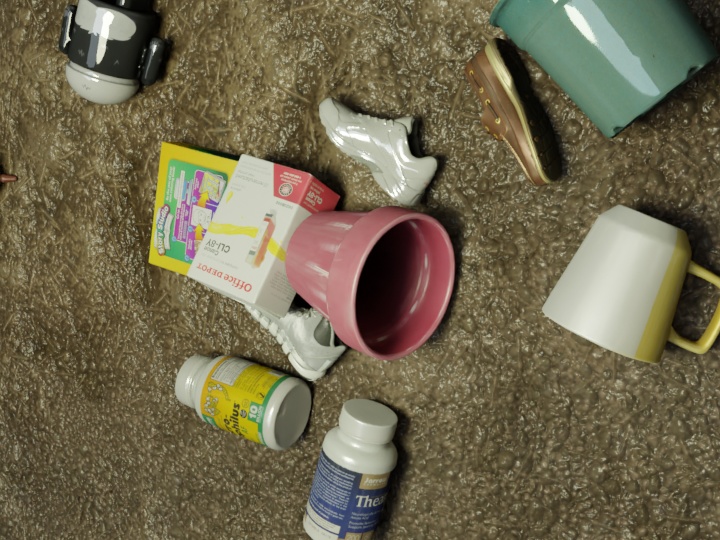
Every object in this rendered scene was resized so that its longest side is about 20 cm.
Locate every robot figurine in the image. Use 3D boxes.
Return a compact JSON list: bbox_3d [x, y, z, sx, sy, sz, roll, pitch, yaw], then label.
[{"bbox_3d":[-0.399,-0.367,1.433,0.150,0.124,0.201,39,116,46],"label":"robot figurine"}]

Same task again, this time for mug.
[{"bbox_3d":[0.328,0.012,1.065,0.149,0.186,0.154,36,108,57],"label":"mug"}]

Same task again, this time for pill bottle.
[{"bbox_3d":[-0.186,0.196,1.387,0.199,0.113,0.114,15,104,28],"label":"pill bottle"},{"bbox_3d":[-0.009,0.294,1.297,0.111,0.111,0.201,23,108,26],"label":"pill bottle"}]

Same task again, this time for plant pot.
[{"bbox_3d":[0.283,-0.271,1.009,0.200,0.200,0.197,-40,84,28],"label":"plant pot"},{"bbox_3d":[0.000,0.000,1.216,0.178,0.199,0.201,21,108,42],"label":"plant pot"}]

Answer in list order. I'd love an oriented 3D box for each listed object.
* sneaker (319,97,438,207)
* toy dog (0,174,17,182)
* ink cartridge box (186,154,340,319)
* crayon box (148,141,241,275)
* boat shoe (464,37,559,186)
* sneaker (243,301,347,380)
[{"bbox_3d":[0.031,-0.185,1.237,0.200,0.078,0.100,42,109,9],"label":"sneaker"},{"bbox_3d":[-0.705,-0.123,1.666,0.096,0.132,0.201,16,115,-12],"label":"toy dog"},{"bbox_3d":[-0.141,-0.050,1.293,0.145,0.083,0.201,20,83,34],"label":"ink cartridge box"},{"bbox_3d":[-0.246,-0.089,1.416,0.172,0.058,0.201,17,105,29],"label":"crayon box"},{"bbox_3d":[0.192,-0.194,1.138,0.067,0.072,0.201,-30,75,35],"label":"boat shoe"},{"bbox_3d":[-0.091,0.057,1.343,0.115,0.075,0.200,-42,86,23],"label":"sneaker"}]
